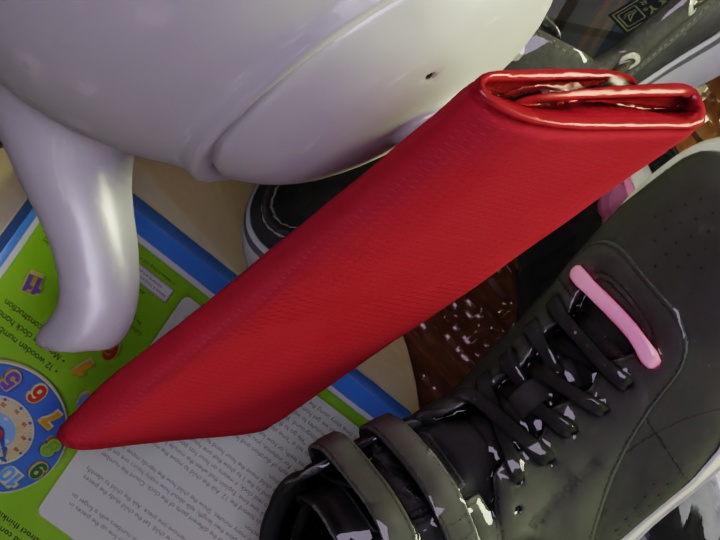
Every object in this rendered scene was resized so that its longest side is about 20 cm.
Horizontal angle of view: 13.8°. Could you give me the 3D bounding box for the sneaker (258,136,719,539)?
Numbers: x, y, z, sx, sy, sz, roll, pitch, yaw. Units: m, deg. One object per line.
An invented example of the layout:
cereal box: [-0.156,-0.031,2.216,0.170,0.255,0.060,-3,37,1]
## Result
sneaker: [0.043,0.046,0.827,0.071,0.099,0.200,52,127,27]

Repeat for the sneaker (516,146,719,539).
sneaker: [0.116,0.049,0.903,0.086,0.080,0.200,-18,90,-32]

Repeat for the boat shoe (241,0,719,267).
boat shoe: [0.048,-0.064,0.853,0.200,0.066,0.070,-30,50,-9]

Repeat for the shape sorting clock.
shape sorting clock: [-0.076,0.058,0.875,0.200,0.039,0.200,-2,94,-25]

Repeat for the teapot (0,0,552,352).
teapot: [-0.010,-0.091,0.766,0.197,0.200,0.146,-31,81,-23]

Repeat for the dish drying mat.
dish drying mat: [0.000,0.000,0.780,0.077,0.200,0.018,-4,68,-40]
